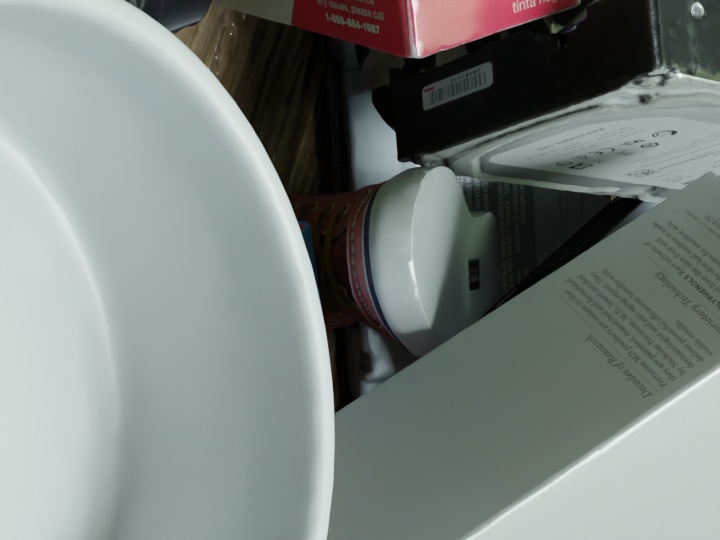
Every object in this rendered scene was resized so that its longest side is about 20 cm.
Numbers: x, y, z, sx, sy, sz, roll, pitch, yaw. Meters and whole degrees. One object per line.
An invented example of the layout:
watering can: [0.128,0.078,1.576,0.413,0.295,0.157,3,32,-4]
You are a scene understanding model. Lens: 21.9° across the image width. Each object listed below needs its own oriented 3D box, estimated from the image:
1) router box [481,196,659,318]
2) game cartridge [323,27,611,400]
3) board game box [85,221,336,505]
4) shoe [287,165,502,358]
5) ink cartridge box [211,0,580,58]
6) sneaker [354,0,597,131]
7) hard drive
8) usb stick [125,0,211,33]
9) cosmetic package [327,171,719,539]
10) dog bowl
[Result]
router box: [0.153,0.041,0.828,0.158,0.052,0.200,58,36,-2]
game cartridge: [0.053,-0.043,0.874,0.040,0.132,0.202,-141,-134,-71]
board game box: [-0.061,0.111,0.647,0.200,0.055,0.198,-53,140,-60]
shoe: [0.000,0.000,0.748,0.200,0.090,0.072,10,80,-78]
ink cartridge box: [-0.003,-0.190,0.648,0.083,0.145,0.202,-20,116,-29]
sneaker: [0.063,-0.122,0.748,0.081,0.083,0.200,67,-25,3]
hard drive: [0.130,-0.061,0.723,0.199,0.139,0.038,4,77,-40]
usb stick: [-0.094,-0.089,0.580,0.200,0.032,0.056,-41,136,-66]
cosmetic package: [0.078,0.069,0.664,0.199,0.085,0.108,-34,133,-11]
dog bowl: [-0.094,0.037,0.427,0.199,0.078,0.203,11,77,-53]
